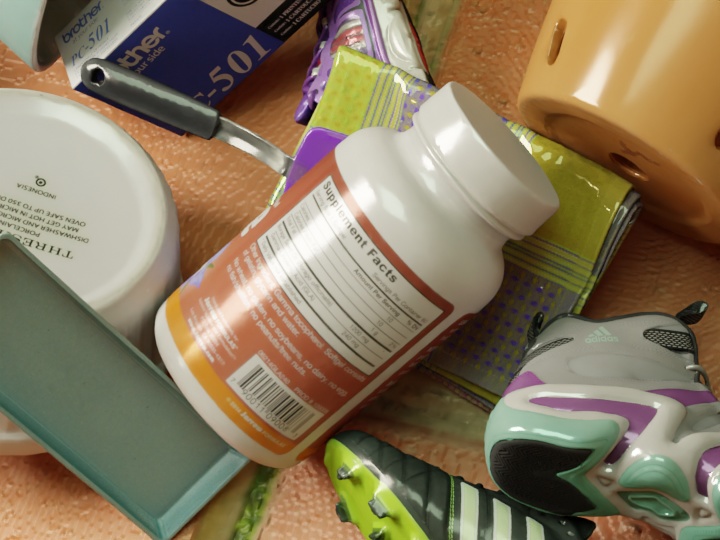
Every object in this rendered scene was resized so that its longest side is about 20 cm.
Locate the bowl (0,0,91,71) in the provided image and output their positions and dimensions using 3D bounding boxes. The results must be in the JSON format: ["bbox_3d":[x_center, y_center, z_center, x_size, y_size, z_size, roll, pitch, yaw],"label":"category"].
[{"bbox_3d":[-0.189,-0.226,1.192,0.105,0.201,0.201,24,65,0],"label":"bowl"}]

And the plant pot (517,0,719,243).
[{"bbox_3d":[0.174,-0.109,1.090,0.200,0.200,0.140,30,81,25],"label":"plant pot"}]

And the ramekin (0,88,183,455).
[{"bbox_3d":[-0.187,-0.009,1.113,0.201,0.094,0.203,9,50,-10],"label":"ramekin"}]

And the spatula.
[{"bbox_3d":[-0.067,-0.071,1.130,0.199,0.021,0.057,25,105,17],"label":"spatula"}]

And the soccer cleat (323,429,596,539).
[{"bbox_3d":[0.066,0.140,1.038,0.200,0.068,0.081,37,56,26],"label":"soccer cleat"}]

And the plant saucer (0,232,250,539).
[{"bbox_3d":[-0.140,0.060,1.048,0.070,0.200,0.019,-44,36,0],"label":"plant saucer"}]

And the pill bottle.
[{"bbox_3d":[0.000,0.000,1.060,0.200,0.112,0.112,-41,57,14],"label":"pill bottle"}]

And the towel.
[{"bbox_3d":[0.041,-0.021,1.117,0.199,0.023,0.144,30,98,21],"label":"towel"}]

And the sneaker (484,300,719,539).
[{"bbox_3d":[0.170,0.073,1.040,0.199,0.078,0.140,23,47,-1],"label":"sneaker"}]

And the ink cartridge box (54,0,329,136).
[{"bbox_3d":[-0.071,-0.164,1.170,0.200,0.094,0.044,-39,55,24],"label":"ink cartridge box"}]

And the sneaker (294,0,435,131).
[{"bbox_3d":[-0.006,-0.122,1.196,0.083,0.081,0.201,-21,58,5],"label":"sneaker"}]
